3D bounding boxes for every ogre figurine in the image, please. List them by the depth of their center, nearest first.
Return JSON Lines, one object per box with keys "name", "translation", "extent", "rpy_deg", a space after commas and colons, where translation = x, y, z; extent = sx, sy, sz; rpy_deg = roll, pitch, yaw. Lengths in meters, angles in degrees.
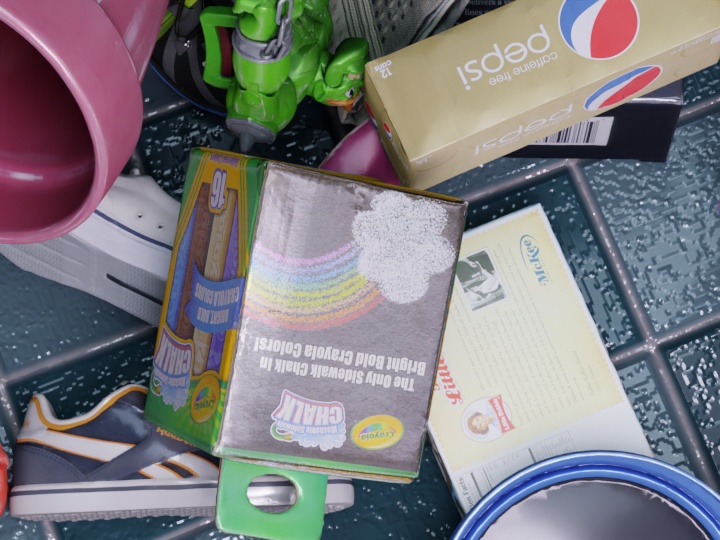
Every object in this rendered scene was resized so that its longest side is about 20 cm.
{"name": "ogre figurine", "translation": [-0.040, -0.151, 1.454], "extent": [0.097, 0.121, 0.201], "rpy_deg": [5, 34, -11]}

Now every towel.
{"name": "towel", "translation": [0.030, -0.208, 1.504], "extent": [0.034, 0.193, 0.201], "rpy_deg": [14, 47, -30]}

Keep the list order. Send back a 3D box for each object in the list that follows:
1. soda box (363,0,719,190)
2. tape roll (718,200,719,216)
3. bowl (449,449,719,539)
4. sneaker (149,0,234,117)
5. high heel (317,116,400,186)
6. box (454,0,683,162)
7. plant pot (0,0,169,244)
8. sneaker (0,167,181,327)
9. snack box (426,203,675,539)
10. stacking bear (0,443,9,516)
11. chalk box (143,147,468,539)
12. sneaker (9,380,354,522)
{"name": "soda box", "translation": [0.103, -0.116, 1.436], "extent": [0.199, 0.068, 0.064], "rpy_deg": [-24, 76, -6]}
{"name": "tape roll", "translation": [0.308, -0.058, 1.459], "extent": [0.199, 0.200, 0.085], "rpy_deg": [-32, 74, -9]}
{"name": "bowl", "translation": [0.134, 0.201, 1.438], "extent": [0.199, 0.039, 0.202], "rpy_deg": [0, 88, -4]}
{"name": "sneaker", "translation": [-0.114, -0.164, 1.557], "extent": [0.199, 0.083, 0.071], "rpy_deg": [39, 76, 9]}
{"name": "high heel", "translation": [0.000, 0.000, 1.487], "extent": [0.096, 0.067, 0.201], "rpy_deg": [39, 104, 22]}
{"name": "box", "translation": [0.115, -0.176, 1.546], "extent": [0.147, 0.107, 0.201], "rpy_deg": [1, 73, 1]}
{"name": "plant pot", "translation": [-0.194, -0.146, 1.444], "extent": [0.199, 0.201, 0.179], "rpy_deg": [23, 51, 8]}
{"name": "sneaker", "translation": [-0.158, -0.030, 1.532], "extent": [0.199, 0.073, 0.071], "rpy_deg": [30, 50, 9]}
{"name": "snack box", "translation": [0.091, 0.073, 1.504], "extent": [0.116, 0.037, 0.201], "rpy_deg": [-21, 73, -5]}
{"name": "stacking bear", "translation": [-0.299, 0.123, 1.459], "extent": [0.198, 0.122, 0.114], "rpy_deg": [0, 62, -8]}
{"name": "chalk box", "translation": [-0.036, 0.045, 1.392], "extent": [0.124, 0.124, 0.201], "rpy_deg": [10, 93, -24]}
{"name": "sneaker", "translation": [-0.103, 0.103, 1.475], "extent": [0.198, 0.078, 0.080], "rpy_deg": [0, 78, 2]}
